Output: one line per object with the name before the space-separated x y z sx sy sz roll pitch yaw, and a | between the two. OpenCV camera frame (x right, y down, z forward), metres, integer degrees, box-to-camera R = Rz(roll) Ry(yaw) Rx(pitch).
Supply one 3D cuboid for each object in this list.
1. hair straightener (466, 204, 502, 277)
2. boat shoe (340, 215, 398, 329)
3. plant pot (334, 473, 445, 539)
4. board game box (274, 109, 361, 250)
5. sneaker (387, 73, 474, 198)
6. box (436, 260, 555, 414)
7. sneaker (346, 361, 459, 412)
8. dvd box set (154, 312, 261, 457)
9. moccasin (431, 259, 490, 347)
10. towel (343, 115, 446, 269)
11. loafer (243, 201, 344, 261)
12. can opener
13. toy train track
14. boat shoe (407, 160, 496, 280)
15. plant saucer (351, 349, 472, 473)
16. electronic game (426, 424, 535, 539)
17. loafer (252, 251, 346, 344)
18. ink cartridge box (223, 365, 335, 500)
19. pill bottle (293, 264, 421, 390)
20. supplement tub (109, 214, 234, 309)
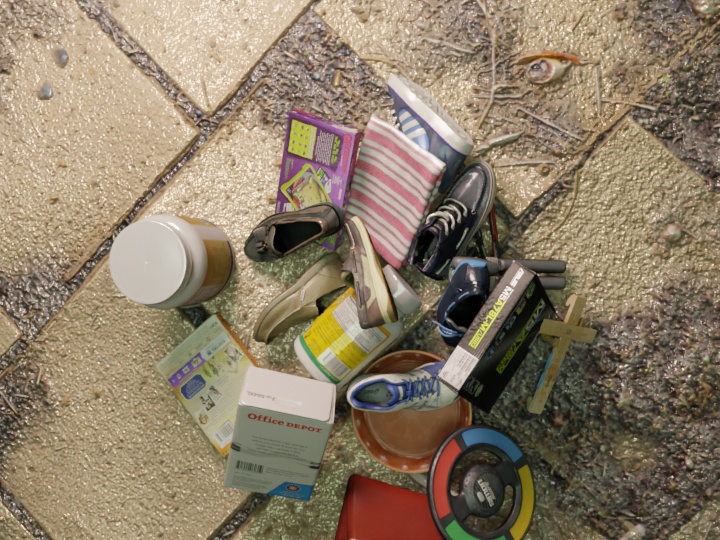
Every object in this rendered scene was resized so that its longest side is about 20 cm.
hair straightener | 0.188 -0.033 1.134 0.076 0.041 0.203 -9 95 9
boat shoe | 0.000 0.000 1.056 0.064 0.074 0.201 -20 49 1
plant pot | 0.041 0.467 1.096 0.198 0.176 0.202 14 94 8
board game box | -0.073 -0.143 1.123 0.119 0.032 0.202 24 120 20
sneaker | 0.077 -0.202 1.120 0.200 0.080 0.147 51 120 25
box | 0.207 0.106 1.039 0.047 0.193 0.201 32 85 32
sneaker | 0.075 0.192 1.096 0.198 0.088 0.076 -12 88 7
dvd box set | -0.239 0.195 1.202 0.146 0.029 0.200 -40 85 8
moccasin | 0.150 0.066 1.063 0.079 0.201 0.069 1 52 3
towel | 0.041 -0.118 1.093 0.146 0.030 0.201 36 128 20
loafer | -0.120 -0.058 1.129 0.198 0.063 0.072 -20 102 30
can opener | 0.230 0.007 1.085 0.198 0.066 0.053 2 92 -15
toy train track | 0.306 0.131 1.116 0.114 0.033 0.202 13 102 -27
boat shoe | 0.140 -0.078 1.073 0.074 0.092 0.202 26 100 26
plant saucer | 0.084 0.230 1.155 0.198 0.032 0.203 0 91 9
electronic game | 0.191 0.343 1.092 0.198 0.042 0.202 8 72 -24
loafer | -0.096 0.056 1.155 0.200 0.076 0.067 -45 79 7
ink cartridge box | -0.128 0.259 1.102 0.144 0.085 0.201 13 125 -6
pill bottle | -0.002 0.088 1.123 0.200 0.113 0.113 -43 86 8
supplement tub | -0.296 -0.015 1.120 0.143 0.200 0.147 0 91 9
